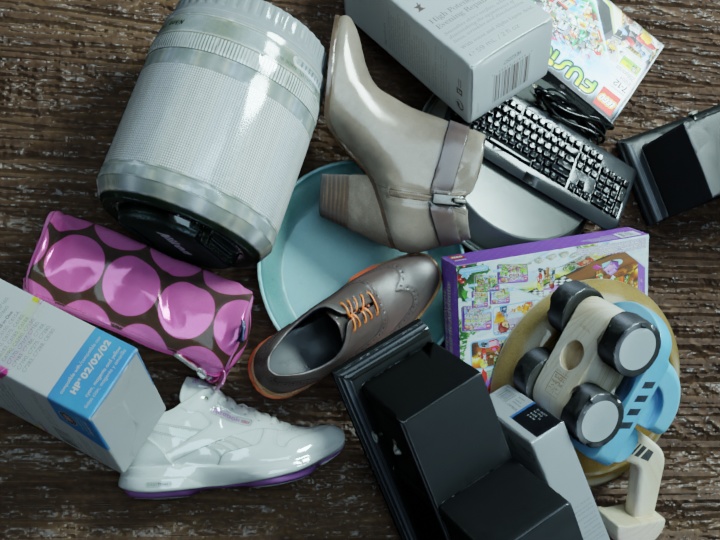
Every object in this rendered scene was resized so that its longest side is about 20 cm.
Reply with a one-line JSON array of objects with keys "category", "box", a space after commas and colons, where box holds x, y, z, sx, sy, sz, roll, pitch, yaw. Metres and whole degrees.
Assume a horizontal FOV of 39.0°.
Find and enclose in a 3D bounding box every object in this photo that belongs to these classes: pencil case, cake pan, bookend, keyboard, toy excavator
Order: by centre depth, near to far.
[{"category": "bookend", "box": [0.085, 0.172, 0.801, 0.091, 0.200, 0.202, -28, 114, -15]}, {"category": "pencil case", "box": [-0.189, 0.026, 0.871, 0.197, 0.091, 0.095, 22, 66, -4]}, {"category": "toy excavator", "box": [0.227, 0.135, 0.883, 0.198, 0.100, 0.197, 25, 96, -30]}, {"category": "keyboard", "box": [0.178, -0.128, 0.953, 0.198, 0.040, 0.106, 29, 65, -12]}, {"category": "bookend", "box": [0.383, -0.136, 0.967, 0.197, 0.199, 0.094, -21, 85, -14]}, {"category": "cake pan", "box": [0.147, -0.107, 0.977, 0.196, 0.037, 0.205, 7, 70, -20]}]

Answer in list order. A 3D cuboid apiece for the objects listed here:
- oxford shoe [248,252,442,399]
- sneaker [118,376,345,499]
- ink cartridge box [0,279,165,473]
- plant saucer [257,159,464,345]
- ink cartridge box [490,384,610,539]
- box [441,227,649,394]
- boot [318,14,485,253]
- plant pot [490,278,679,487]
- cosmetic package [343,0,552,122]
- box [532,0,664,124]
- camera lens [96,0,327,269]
[{"category": "oxford shoe", "box": [-0.004, 0.045, 0.877, 0.198, 0.073, 0.072, -35, 87, -17]}, {"category": "sneaker", "box": [-0.110, 0.138, 0.872, 0.196, 0.075, 0.102, -4, 80, -12]}, {"category": "ink cartridge box", "box": [-0.263, 0.072, 0.812, 0.197, 0.116, 0.068, 24, 62, 15]}, {"category": "plant saucer", "box": [0.000, 0.000, 0.944, 0.196, 0.036, 0.205, 2, 79, -12]}, {"category": "ink cartridge box", "box": [0.168, 0.203, 0.871, 0.039, 0.099, 0.203, -27, 110, -13]}, {"category": "box", "box": [0.172, 0.043, 0.938, 0.196, 0.039, 0.140, -8, 106, -17]}, {"category": "boot", "box": [0.039, -0.118, 0.901, 0.143, 0.070, 0.205, 5, 101, 9]}, {"category": "plant pot", "box": [0.213, 0.110, 0.930, 0.196, 0.027, 0.205, -4, 103, -17]}, {"category": "cosmetic package", "box": [0.076, -0.236, 0.943, 0.101, 0.075, 0.200, -32, 58, -19]}, {"category": "box", "box": [0.201, -0.245, 1.036, 0.199, 0.035, 0.111, 37, 74, -3]}, {"category": "camera lens", "box": [-0.125, -0.115, 0.876, 0.157, 0.160, 0.204, 21, 75, -7]}]
